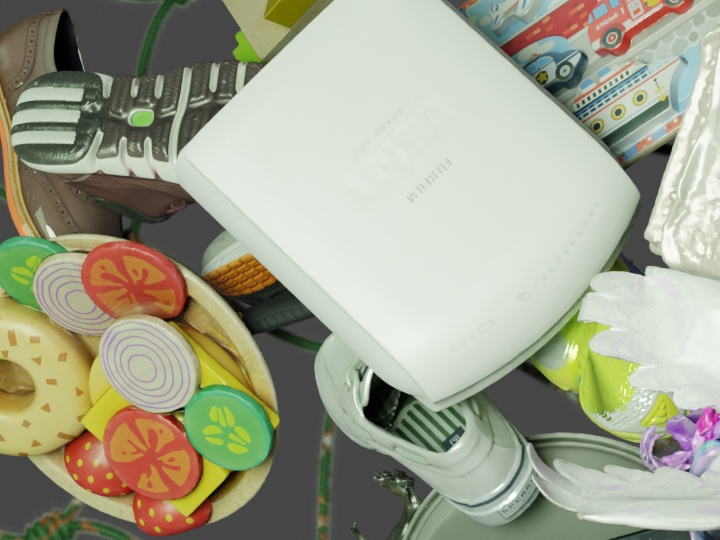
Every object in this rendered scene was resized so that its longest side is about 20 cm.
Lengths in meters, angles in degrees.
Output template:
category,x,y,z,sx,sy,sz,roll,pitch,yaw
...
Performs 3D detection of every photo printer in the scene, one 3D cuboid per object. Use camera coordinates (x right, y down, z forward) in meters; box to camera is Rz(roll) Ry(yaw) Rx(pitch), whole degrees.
category,x,y,z,sx,sy,sz,roll,pitch,yaw
photo printer,0.030,-0.040,1.386,0.166,0.069,0.200,-44,74,-8

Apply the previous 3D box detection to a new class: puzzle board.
category,x,y,z,sx,sy,sz,roll,pitch,yaw
puzzle board,0.148,-0.137,1.434,0.200,0.017,0.151,-34,52,21

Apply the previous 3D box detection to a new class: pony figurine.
category,x,y,z,sx,sy,sz,roll,pitch,yaw
pony figurine,0.185,0.092,1.250,0.192,0.167,0.201,3,133,15

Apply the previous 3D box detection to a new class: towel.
category,x,y,z,sx,sy,sz,roll,pitch,yaw
towel,0.237,-0.035,1.277,0.199,0.034,0.133,19,99,24

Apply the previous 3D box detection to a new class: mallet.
category,x,y,z,sx,sy,sz,roll,pitch,yaw
mallet,0.000,0.000,1.485,0.199,0.041,0.066,-10,60,39

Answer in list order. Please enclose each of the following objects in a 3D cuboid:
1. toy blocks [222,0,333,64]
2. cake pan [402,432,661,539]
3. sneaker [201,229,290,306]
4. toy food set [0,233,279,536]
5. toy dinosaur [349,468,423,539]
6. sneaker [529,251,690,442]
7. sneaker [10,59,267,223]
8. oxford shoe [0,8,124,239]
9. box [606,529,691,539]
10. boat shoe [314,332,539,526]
category,x,y,z,sx,sy,sz,roll,pitch,yaw
toy blocks,-0.023,-0.211,1.517,0.200,0.100,0.137,-44,60,21
cake pan,0.109,0.187,1.442,0.199,0.037,0.201,3,101,14
sneaker,-0.008,-0.047,1.521,0.199,0.076,0.092,-27,51,31
toy food set,-0.137,0.064,1.539,0.200,0.049,0.198,42,129,-2
toy dinosaur,0.034,0.162,1.504,0.199,0.047,0.089,12,101,21
sneaker,0.133,0.029,1.447,0.076,0.105,0.200,-52,40,21
sneaker,-0.084,-0.064,1.514,0.199,0.116,0.076,8,74,20
oxford shoe,-0.165,-0.059,1.588,0.072,0.071,0.201,-28,77,17
box,0.202,0.216,1.364,0.051,0.157,0.201,-34,71,66
boat shoe,0.027,0.063,1.449,0.074,0.067,0.200,-49,36,-8
